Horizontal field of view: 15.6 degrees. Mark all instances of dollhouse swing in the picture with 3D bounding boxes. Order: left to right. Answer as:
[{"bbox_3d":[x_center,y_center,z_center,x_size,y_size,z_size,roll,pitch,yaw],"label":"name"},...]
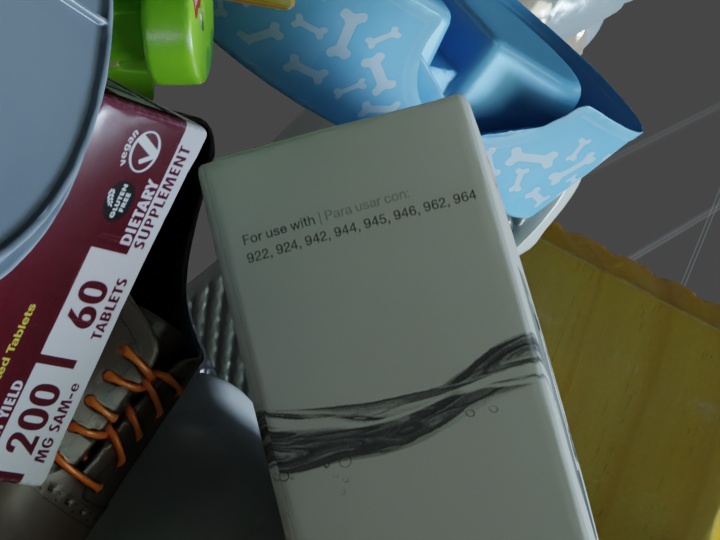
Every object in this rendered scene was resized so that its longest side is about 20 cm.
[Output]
[{"bbox_3d":[0.112,0.050,1.189,0.182,0.199,0.177,-26,139,-59],"label":"dollhouse swing"}]

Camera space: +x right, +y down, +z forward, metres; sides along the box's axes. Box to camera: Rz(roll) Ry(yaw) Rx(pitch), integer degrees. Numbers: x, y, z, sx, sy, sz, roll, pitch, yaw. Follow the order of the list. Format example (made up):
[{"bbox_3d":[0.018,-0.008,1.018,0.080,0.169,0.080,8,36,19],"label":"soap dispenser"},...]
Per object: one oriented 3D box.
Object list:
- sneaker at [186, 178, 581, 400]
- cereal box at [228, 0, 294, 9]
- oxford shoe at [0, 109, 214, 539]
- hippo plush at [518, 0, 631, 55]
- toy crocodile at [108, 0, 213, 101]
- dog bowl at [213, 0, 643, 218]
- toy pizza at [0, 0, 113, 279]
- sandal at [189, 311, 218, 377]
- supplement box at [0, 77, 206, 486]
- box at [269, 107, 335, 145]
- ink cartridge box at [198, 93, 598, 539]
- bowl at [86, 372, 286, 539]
[{"bbox_3d":[0.000,0.000,0.970,0.199,0.074,0.082,-32,167,12],"label":"sneaker"},{"bbox_3d":[-0.014,-0.189,0.683,0.144,0.039,0.201,91,10,-53],"label":"cereal box"},{"bbox_3d":[-0.089,0.038,0.745,0.071,0.072,0.201,42,50,-50],"label":"oxford shoe"},{"bbox_3d":[0.143,-0.130,1.083,0.160,0.160,0.200,-66,160,10],"label":"hippo plush"},{"bbox_3d":[-0.081,-0.099,0.703,0.200,0.067,0.062,74,17,-63],"label":"toy crocodile"},{"bbox_3d":[0.008,-0.078,0.844,0.050,0.112,0.200,-50,137,13],"label":"dog bowl"},{"bbox_3d":[-0.122,-0.086,0.534,0.200,0.032,0.201,30,53,-50],"label":"toy pizza"},{"bbox_3d":[-0.088,0.033,0.892,0.075,0.045,0.201,-42,135,-42],"label":"sandal"},{"bbox_3d":[-0.134,-0.017,0.622,0.200,0.061,0.109,15,102,-56],"label":"supplement box"},{"bbox_3d":[-0.016,0.017,1.061,0.041,0.039,0.201,-49,157,-37],"label":"box"},{"bbox_3d":[0.024,0.068,0.775,0.146,0.084,0.201,62,13,-74],"label":"ink cartridge box"},{"bbox_3d":[-0.060,0.141,0.845,0.201,0.090,0.202,-42,147,-35],"label":"bowl"}]
